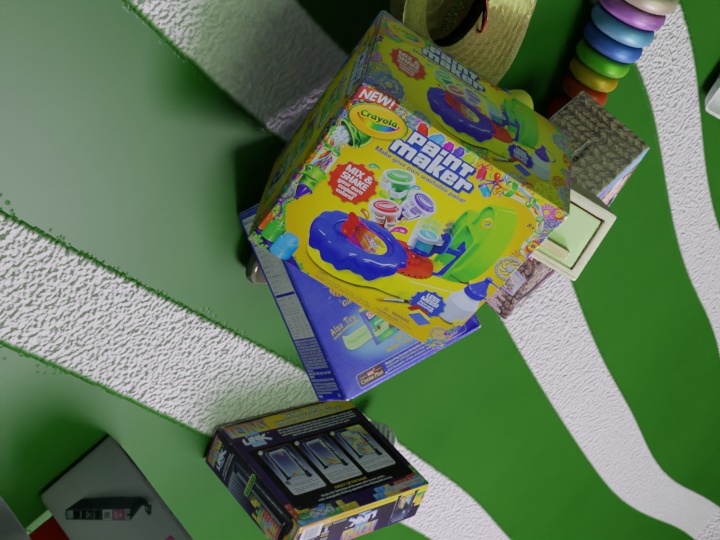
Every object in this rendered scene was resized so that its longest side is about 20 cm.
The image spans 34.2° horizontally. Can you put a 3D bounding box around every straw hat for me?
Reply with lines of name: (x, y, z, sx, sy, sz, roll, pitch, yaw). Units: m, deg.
straw hat: (0.075, -0.253, 1.059, 0.200, 0.085, 0.203, -29, 132, -38)

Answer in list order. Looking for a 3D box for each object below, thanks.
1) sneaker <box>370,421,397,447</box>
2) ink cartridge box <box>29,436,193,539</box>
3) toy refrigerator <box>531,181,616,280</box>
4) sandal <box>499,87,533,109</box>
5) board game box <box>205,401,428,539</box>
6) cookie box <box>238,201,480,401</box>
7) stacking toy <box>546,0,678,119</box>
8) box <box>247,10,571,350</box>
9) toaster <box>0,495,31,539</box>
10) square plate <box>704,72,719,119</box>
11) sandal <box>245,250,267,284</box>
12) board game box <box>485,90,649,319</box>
sneaker: (-0.035, 0.270, 1.472, 0.200, 0.073, 0.115, -33, 148, -3)
ink cartridge box: (-0.253, 0.288, 1.134, 0.173, 0.200, 0.044, -40, 147, -11)
toy refrigerator: (0.136, -0.075, 1.109, 0.199, 0.070, 0.076, 29, 104, -14)
sandal: (0.091, -0.121, 1.230, 0.087, 0.080, 0.201, 26, 111, -22)
board game box: (-0.048, 0.230, 1.326, 0.199, 0.165, 0.057, -8, 128, -43)
cookie box: (0.000, 0.000, 1.136, 0.170, 0.202, 0.075, -25, -175, -27)
stacking toy: (0.269, -0.233, 1.303, 0.085, 0.085, 0.201, -9, 136, -42)
box: (0.043, -0.072, 0.997, 0.199, 0.123, 0.193, 30, 128, -13)
toaster: (-0.366, 0.303, 1.051, 0.118, 0.181, 0.201, -13, 134, -43)
square plate: (0.555, -0.286, 1.593, 0.197, 0.028, 0.201, 12, 114, -51)
sandal: (-0.029, -0.014, 1.203, 0.200, 0.057, 0.080, -1, 124, -41)
board game box: (0.201, -0.069, 1.293, 0.159, 0.097, 0.200, -40, 165, -30)
